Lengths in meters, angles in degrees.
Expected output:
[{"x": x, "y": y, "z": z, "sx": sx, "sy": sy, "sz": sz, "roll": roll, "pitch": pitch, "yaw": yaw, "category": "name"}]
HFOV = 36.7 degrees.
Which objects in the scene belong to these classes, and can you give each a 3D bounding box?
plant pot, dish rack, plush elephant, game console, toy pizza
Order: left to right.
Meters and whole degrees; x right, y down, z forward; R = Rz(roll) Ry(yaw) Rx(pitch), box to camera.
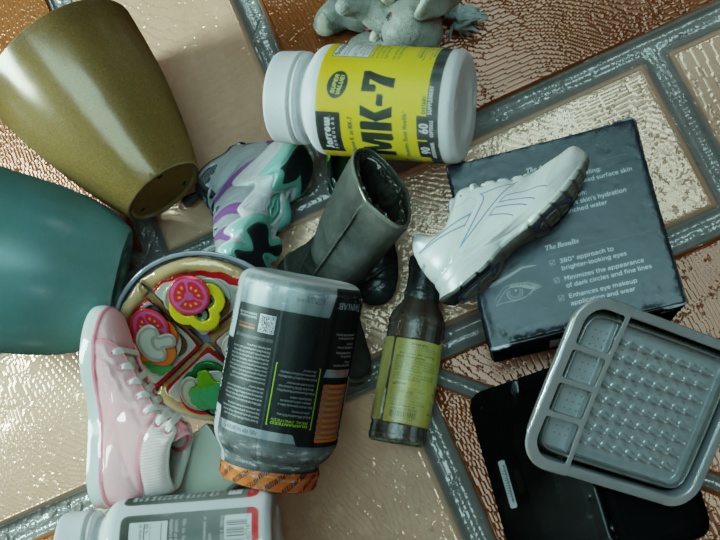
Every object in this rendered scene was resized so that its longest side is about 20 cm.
[{"x": -0.334, "y": 0.000, "z": 1.160, "sx": 0.161, "sy": 0.201, "sz": 0.201, "roll": 11, "pitch": 79, "yaw": -5, "category": "plant pot"}, {"x": -0.270, "y": -0.159, "z": 1.184, "sx": 0.186, "sy": 0.186, "sz": 0.200, "roll": -40, "pitch": 76, "yaw": -2, "category": "plant pot"}, {"x": -0.160, "y": 0.075, "z": 1.123, "sx": 0.200, "sy": 0.032, "sz": 0.201, "roll": 2, "pitch": 115, "yaw": 3, "category": "toy pizza"}, {"x": 0.037, "y": -0.281, "z": 1.173, "sx": 0.200, "sy": 0.155, "sz": 0.165, "roll": 23, "pitch": 123, "yaw": -2, "category": "plush elephant"}, {"x": 0.233, "y": 0.199, "z": 1.122, "sx": 0.176, "sy": 0.116, "sz": 0.201, "roll": -25, "pitch": 73, "yaw": 33, "category": "game console"}, {"x": 0.259, "y": 0.124, "z": 1.043, "sx": 0.200, "sy": 0.044, "sz": 0.172, "roll": 19, "pitch": 95, "yaw": -17, "category": "dish rack"}]

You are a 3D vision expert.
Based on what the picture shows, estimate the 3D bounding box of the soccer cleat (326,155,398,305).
[{"x": -0.005, "y": -0.061, "z": 1.179, "sx": 0.067, "sy": 0.081, "sz": 0.201, "roll": -13, "pitch": 76, "yaw": 5, "category": "soccer cleat"}]

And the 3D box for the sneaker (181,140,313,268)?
[{"x": -0.148, "y": -0.062, "z": 1.194, "sx": 0.140, "sy": 0.078, "sz": 0.200, "roll": 7, "pitch": 55, "yaw": 30, "category": "sneaker"}]

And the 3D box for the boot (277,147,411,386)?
[{"x": -0.001, "y": 0.001, "z": 1.111, "sx": 0.200, "sy": 0.072, "sz": 0.182, "roll": -43, "pitch": 72, "yaw": 42, "category": "boot"}]

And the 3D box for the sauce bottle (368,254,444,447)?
[{"x": 0.056, "y": 0.084, "z": 1.148, "sx": 0.065, "sy": 0.065, "sz": 0.201, "roll": 10, "pitch": 81, "yaw": 10, "category": "sauce bottle"}]

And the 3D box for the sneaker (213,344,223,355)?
[{"x": -0.162, "y": 0.087, "z": 1.173, "sx": 0.200, "sy": 0.076, "sz": 0.105, "roll": -27, "pitch": 76, "yaw": 1, "category": "sneaker"}]

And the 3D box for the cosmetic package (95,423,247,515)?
[{"x": -0.205, "y": 0.250, "z": 1.130, "sx": 0.200, "sy": 0.104, "sz": 0.073, "roll": -39, "pitch": 76, "yaw": -2, "category": "cosmetic package"}]

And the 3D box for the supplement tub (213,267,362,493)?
[{"x": -0.072, "y": 0.103, "z": 1.043, "sx": 0.122, "sy": 0.123, "sz": 0.201, "roll": 11, "pitch": 92, "yaw": 10, "category": "supplement tub"}]

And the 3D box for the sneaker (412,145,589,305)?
[{"x": 0.134, "y": -0.057, "z": 1.046, "sx": 0.200, "sy": 0.075, "sz": 0.087, "roll": -40, "pitch": 70, "yaw": -2, "category": "sneaker"}]

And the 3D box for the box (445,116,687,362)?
[{"x": 0.207, "y": -0.027, "z": 1.122, "sx": 0.196, "sy": 0.117, "sz": 0.201, "roll": -13, "pitch": 77, "yaw": 6, "category": "box"}]

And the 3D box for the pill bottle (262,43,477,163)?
[{"x": 0.010, "y": -0.171, "z": 1.104, "sx": 0.199, "sy": 0.114, "sz": 0.115, "roll": 6, "pitch": 79, "yaw": 18, "category": "pill bottle"}]

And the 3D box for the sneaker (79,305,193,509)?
[{"x": -0.215, "y": 0.130, "z": 1.073, "sx": 0.104, "sy": 0.075, "sz": 0.201, "roll": -8, "pitch": 79, "yaw": 15, "category": "sneaker"}]

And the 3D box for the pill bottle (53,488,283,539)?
[{"x": -0.176, "y": 0.268, "z": 1.017, "sx": 0.199, "sy": 0.114, "sz": 0.114, "roll": -5, "pitch": 77, "yaw": 1, "category": "pill bottle"}]
